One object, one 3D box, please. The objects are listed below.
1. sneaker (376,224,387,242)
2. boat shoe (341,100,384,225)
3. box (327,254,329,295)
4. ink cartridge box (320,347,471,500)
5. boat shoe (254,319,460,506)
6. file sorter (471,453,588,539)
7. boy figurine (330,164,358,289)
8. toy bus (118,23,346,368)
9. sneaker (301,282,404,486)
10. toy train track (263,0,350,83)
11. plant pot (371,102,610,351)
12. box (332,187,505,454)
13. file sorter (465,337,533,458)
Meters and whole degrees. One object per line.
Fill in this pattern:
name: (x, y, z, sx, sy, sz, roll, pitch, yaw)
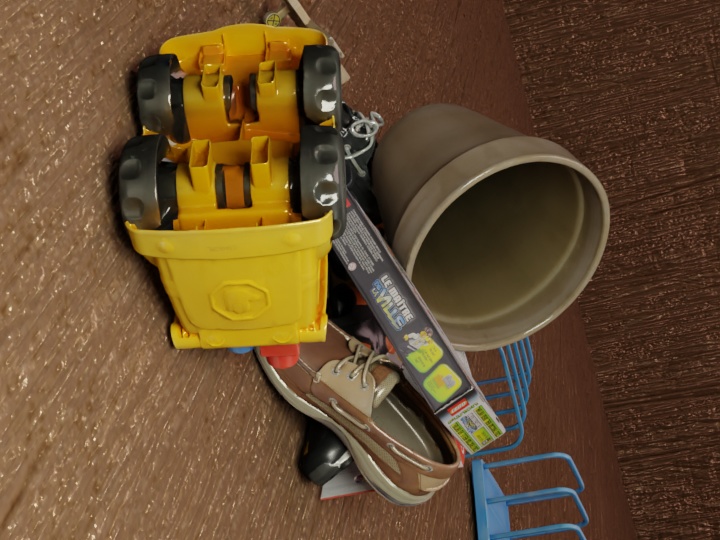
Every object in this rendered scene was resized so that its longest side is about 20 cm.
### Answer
sneaker: (0.055, -0.014, 1.393, 0.200, 0.078, 0.078, -115, -160, -70)
boat shoe: (-0.012, -0.122, 1.294, 0.074, 0.068, 0.200, -81, 155, -55)
box: (-0.057, -0.085, 1.125, 0.110, 0.034, 0.201, 64, 20, -45)
ink cartridge box: (0.034, 0.139, 1.182, 0.200, 0.108, 0.051, -78, 152, -58)
boat shoe: (0.001, 0.086, 1.030, 0.200, 0.072, 0.076, 45, 47, -7)
file sorter: (0.217, 0.341, 1.686, 0.139, 0.122, 0.201, 59, 24, -54)
boy figurine: (0.000, 0.000, 1.255, 0.200, 0.064, 0.125, 60, 14, -45)
toy bus: (-0.071, -0.037, 0.909, 0.193, 0.134, 0.201, 83, 4, -45)
sneaker: (-0.023, 0.088, 1.123, 0.090, 0.070, 0.200, 40, 38, -8)
toy train track: (-0.074, -0.231, 1.177, 0.200, 0.032, 0.115, 53, -3, -36)
plant pot: (0.095, -0.060, 1.235, 0.174, 0.199, 0.201, 56, -6, 46)
box: (0.036, 0.038, 1.060, 0.201, 0.035, 0.110, 58, 3, 30)
file sorter: (0.115, 0.103, 1.502, 0.200, 0.122, 0.140, -62, 138, -68)
